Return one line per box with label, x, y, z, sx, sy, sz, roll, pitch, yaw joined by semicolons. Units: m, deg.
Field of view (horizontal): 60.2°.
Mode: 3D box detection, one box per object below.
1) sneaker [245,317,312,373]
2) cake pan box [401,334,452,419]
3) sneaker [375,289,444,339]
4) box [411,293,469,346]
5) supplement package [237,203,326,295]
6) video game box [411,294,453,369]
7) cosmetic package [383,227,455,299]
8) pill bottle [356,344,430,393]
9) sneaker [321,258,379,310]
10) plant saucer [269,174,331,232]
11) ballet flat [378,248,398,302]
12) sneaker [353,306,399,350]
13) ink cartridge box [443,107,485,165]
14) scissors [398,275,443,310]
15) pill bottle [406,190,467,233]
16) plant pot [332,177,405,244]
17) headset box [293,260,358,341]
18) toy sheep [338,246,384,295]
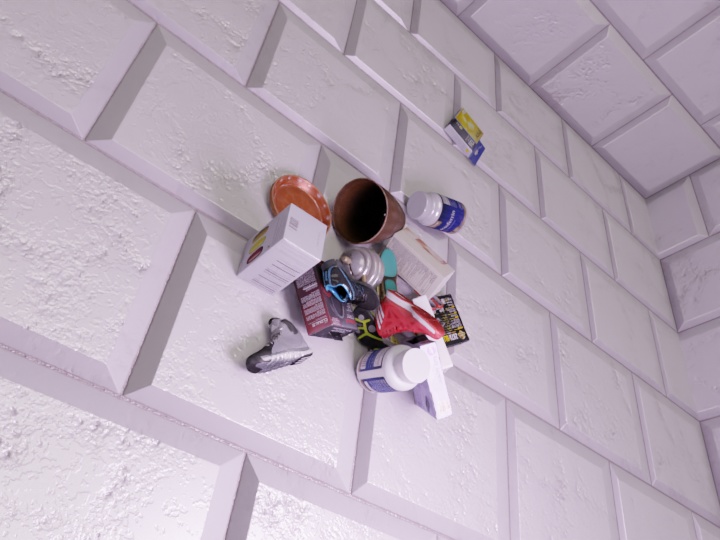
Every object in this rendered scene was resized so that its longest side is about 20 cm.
sneaker;-0.204;0.166;1.429;0.199;0.075;0.116;1;59;-56
cake pan box;0.168;0.269;1.614;0.052;0.184;0.202;-14;90;-13
sneaker;0.119;0.145;1.595;0.078;0.116;0.200;17;17;-50
box;0.232;0.159;1.881;0.199;0.049;0.161;-7;72;-47
supplement package;-0.188;-0.045;1.474;0.109;0.200;0.114;32;45;-27
video game box;0.189;0.182;1.695;0.046;0.182;0.201;-19;75;-6
cosmetic package;0.169;-0.021;1.850;0.200;0.104;0.087;45;35;13
pill bottle;0.083;0.244;1.540;0.110;0.200;0.112;8;74;-29
sneaker;-0.027;0.057;1.536;0.200;0.073;0.082;37;36;-35
plant saucer;-0.167;-0.170;1.710;0.199;0.032;0.202;24;50;-32
ballet flat;0.072;0.033;1.791;0.070;0.065;0.201;13;54;-20
sneaker;0.045;0.175;1.676;0.201;0.075;0.076;57;24;-9
ink cartridge box;0.448;-0.557;2.578;0.200;0.047;0.198;46;40;-9
scissors;0.164;0.050;1.862;0.200;0.014;0.073;42;35;14
pill bottle;0.257;-0.198;2.091;0.199;0.115;0.117;13;56;-39
plant pot;0.047;-0.160;1.828;0.199;0.186;0.188;8;58;-58
headset box;-0.087;0.083;1.556;0.148;0.075;0.202;22;47;-62
toy sheep;0.000;0.000;1.688;0.200;0.137;0.139;41;32;-63
